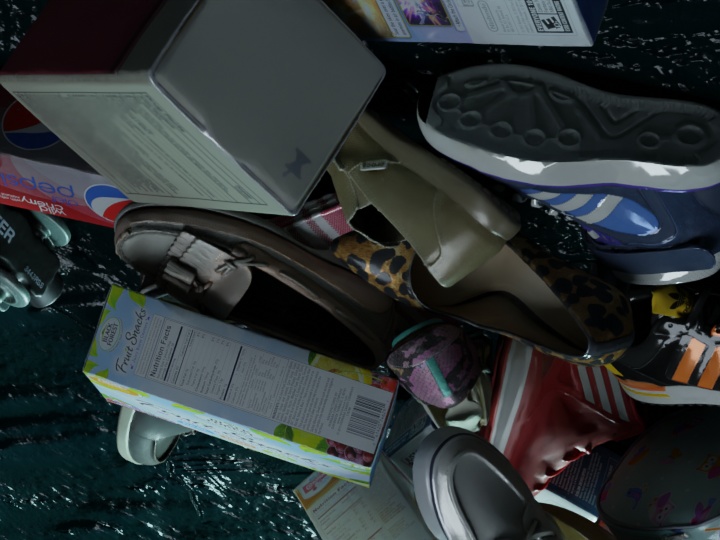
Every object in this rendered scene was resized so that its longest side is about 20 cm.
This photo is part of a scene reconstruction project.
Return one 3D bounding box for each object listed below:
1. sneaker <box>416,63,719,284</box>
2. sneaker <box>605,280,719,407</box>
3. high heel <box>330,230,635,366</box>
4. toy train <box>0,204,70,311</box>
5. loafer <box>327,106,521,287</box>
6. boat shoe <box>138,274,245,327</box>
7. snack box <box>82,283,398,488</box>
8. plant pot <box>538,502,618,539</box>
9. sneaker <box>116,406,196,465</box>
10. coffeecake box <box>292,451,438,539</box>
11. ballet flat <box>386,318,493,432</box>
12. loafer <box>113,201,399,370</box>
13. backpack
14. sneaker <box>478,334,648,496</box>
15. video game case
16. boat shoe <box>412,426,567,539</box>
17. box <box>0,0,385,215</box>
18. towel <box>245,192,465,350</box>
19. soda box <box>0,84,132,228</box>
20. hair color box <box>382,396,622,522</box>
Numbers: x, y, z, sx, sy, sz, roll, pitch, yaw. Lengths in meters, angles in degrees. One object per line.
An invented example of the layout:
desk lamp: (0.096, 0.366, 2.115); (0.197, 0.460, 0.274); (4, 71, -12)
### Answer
sneaker: (0.133, -0.044, 1.477); (0.198, 0.081, 0.147); (9, 143, 11)
sneaker: (0.229, 0.039, 1.557); (0.199, 0.070, 0.090); (-7, 142, 42)
high heel: (0.073, 0.011, 1.500); (0.198, 0.143, 0.072); (9, 106, 4)
toy train: (-0.295, -0.045, 1.751); (0.113, 0.086, 0.200); (7, 147, 40)
loafer: (0.008, -0.057, 1.484); (0.200, 0.068, 0.076); (34, 179, 37)
boat shoe: (-0.076, 0.011, 1.713); (0.199, 0.061, 0.074); (0, 139, 30)
snack box: (-0.077, 0.080, 1.623); (0.198, 0.068, 0.169); (17, 171, 2)
plant pot: (0.165, 0.236, 1.647); (0.200, 0.027, 0.201); (42, 153, 28)
sneaker: (-0.127, 0.108, 1.881); (0.105, 0.075, 0.201); (21, 148, 6)
coffeecake box: (0.049, 0.232, 1.740); (0.154, 0.073, 0.200); (49, -177, -36)
ballet flat: (0.060, 0.075, 1.614); (0.069, 0.072, 0.200); (-25, 173, 5)
loafer: (-0.067, 0.010, 1.580); (0.198, 0.063, 0.072); (17, 139, -14)
backpack: (0.246, 0.183, 1.676); (0.154, 0.176, 0.199); (51, 142, -15)
sneaker: (0.139, 0.131, 1.696); (0.114, 0.079, 0.201); (9, 123, 0)
video game case: (0.024, -0.205, 1.328); (0.180, 0.046, 0.200); (4, 145, 27)
boat shoe: (0.105, 0.187, 1.575); (0.066, 0.072, 0.201); (7, 130, 59)
box: (-0.102, -0.116, 1.435); (0.128, 0.109, 0.199); (43, 160, -29)
towel: (0.000, 0.000, 1.634); (0.199, 0.030, 0.146); (-22, 132, 28)
soda box: (-0.180, -0.076, 1.634); (0.198, 0.070, 0.064); (13, 148, 15)
hair color box: (0.124, 0.154, 1.811); (0.199, 0.061, 0.100); (29, 148, -11)
